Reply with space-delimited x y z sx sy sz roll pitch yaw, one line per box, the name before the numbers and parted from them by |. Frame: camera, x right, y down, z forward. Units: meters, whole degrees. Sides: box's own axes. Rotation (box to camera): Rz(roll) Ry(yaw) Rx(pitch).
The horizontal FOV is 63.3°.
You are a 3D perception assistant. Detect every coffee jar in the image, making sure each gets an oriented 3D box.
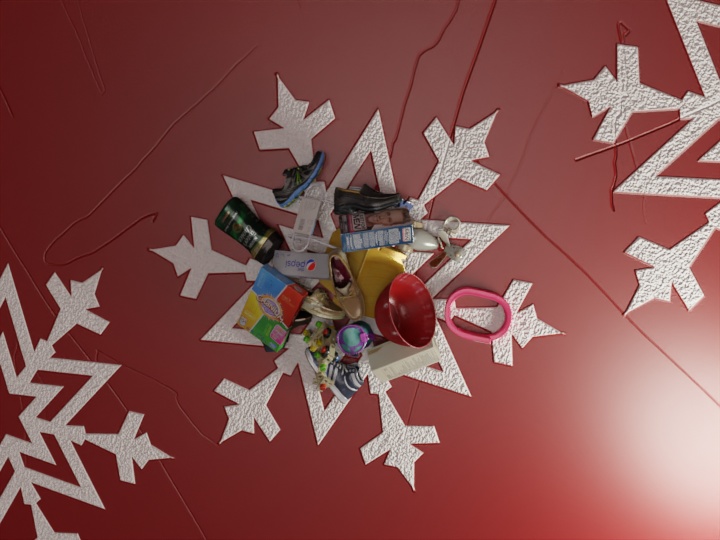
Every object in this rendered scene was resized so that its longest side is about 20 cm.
coffee jar | -0.324 -0.114 1.714 0.198 0.085 0.105 39 102 1

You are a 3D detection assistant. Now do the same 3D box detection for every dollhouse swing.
dollhouse swing | 0.000 0.000 1.694 0.177 0.176 0.206 15 103 -29

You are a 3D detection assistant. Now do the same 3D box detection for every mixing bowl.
mixing bowl | 0.107 0.120 1.604 0.106 0.198 0.206 -20 97 41

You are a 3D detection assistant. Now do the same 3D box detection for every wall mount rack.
wall mount rack | -0.114 -0.135 1.652 0.169 0.074 0.207 11 79 27

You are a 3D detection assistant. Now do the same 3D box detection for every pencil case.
pencil case | -0.011 0.190 1.654 0.089 0.200 0.089 0 88 7

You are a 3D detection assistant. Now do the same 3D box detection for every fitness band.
fitness band | 0.337 0.127 1.679 0.193 0.037 0.149 12 97 5

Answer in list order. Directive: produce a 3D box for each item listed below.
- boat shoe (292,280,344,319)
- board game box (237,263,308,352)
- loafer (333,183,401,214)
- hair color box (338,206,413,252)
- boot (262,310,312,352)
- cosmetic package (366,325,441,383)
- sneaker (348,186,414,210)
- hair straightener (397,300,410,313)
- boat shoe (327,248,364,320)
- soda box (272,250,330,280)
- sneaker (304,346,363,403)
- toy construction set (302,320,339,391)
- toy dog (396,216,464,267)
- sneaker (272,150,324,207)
boat shoe | -0.133 0.086 1.714 0.193 0.074 0.069 19 105 5
board game box | -0.255 0.108 1.683 0.150 0.040 0.204 32 113 9
loafer | 0.016 -0.198 1.580 0.192 0.073 0.075 -5 101 13
hair color box | 0.040 -0.112 1.572 0.192 0.101 0.062 -8 126 -2
boot | -0.222 0.184 1.757 0.193 0.075 0.100 -10 106 20
cosmetic package | 0.126 0.244 1.684 0.194 0.106 0.073 -21 55 10
sneaker | 0.046 -0.164 1.654 0.192 0.081 0.119 16 98 4
hair straightener | 0.113 0.106 1.707 0.075 0.041 0.205 -27 88 21
boat shoe | -0.044 0.045 1.572 0.072 0.066 0.206 -22 97 10
soda box | -0.156 -0.014 1.668 0.193 0.063 0.071 4 84 27
sneaker | -0.072 0.286 1.744 0.108 0.070 0.202 -39 93 11
toy construction set | -0.111 0.233 1.660 0.130 0.091 0.205 -37 47 33
toy dog | 0.195 -0.078 1.636 0.192 0.096 0.137 -1 99 9
sneaker | -0.179 -0.270 1.676 0.199 0.071 0.083 -43 95 14
